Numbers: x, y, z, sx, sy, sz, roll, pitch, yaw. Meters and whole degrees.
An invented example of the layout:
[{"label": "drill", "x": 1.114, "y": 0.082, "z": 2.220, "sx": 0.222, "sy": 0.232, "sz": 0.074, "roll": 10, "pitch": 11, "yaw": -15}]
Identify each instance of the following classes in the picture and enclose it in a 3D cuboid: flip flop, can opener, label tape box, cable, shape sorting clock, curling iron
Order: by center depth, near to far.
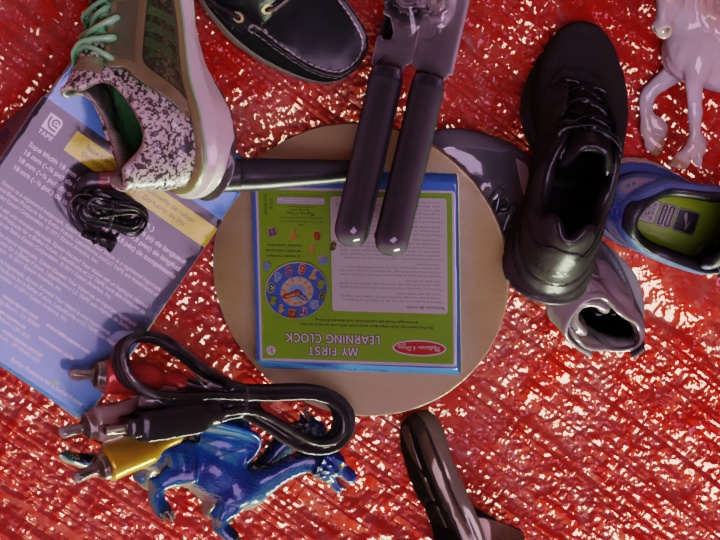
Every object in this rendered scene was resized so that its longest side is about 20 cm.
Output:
[{"label": "curling iron", "x": -0.090, "y": -0.051, "z": 1.498, "sx": 0.199, "sy": 0.026, "sz": 0.050, "roll": -11, "pitch": 122, "yaw": -17}, {"label": "can opener", "x": 0.028, "y": -0.107, "z": 1.510, "sx": 0.053, "sy": 0.067, "sz": 0.201, "roll": 13, "pitch": 82, "yaw": 4}, {"label": "label tape box", "x": -0.183, "y": -0.028, "z": 1.523, "sx": 0.144, "sy": 0.063, "sz": 0.200, "roll": 35, "pitch": 90, "yaw": -19}, {"label": "cable", "x": -0.098, "y": 0.082, "z": 1.534, "sx": 0.199, "sy": 0.050, "sz": 0.098, "roll": -4, "pitch": 97, "yaw": -32}, {"label": "shape sorting clock", "x": 0.000, "y": 0.000, "z": 1.563, "sx": 0.199, "sy": 0.039, "sz": 0.201, "roll": 2, "pitch": 102, "yaw": 11}, {"label": "flip flop", "x": 0.083, "y": 0.183, "z": 1.644, "sx": 0.057, "sy": 0.081, "sz": 0.201, "roll": -25, "pitch": 105, "yaw": -18}]

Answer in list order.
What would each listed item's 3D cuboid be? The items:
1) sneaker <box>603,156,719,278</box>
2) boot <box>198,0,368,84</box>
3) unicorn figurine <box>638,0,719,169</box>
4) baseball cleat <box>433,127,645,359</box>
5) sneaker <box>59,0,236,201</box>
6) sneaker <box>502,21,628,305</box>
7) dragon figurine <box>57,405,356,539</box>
[{"label": "sneaker", "x": 0.253, "y": -0.021, "z": 1.599, "sx": 0.199, "sy": 0.089, "sz": 0.079, "roll": 8, "pitch": 107, "yaw": -14}, {"label": "boot", "x": -0.058, "y": -0.187, "z": 1.449, "sx": 0.204, "sy": 0.154, "sz": 0.074, "roll": 43, "pitch": 82, "yaw": -18}, {"label": "unicorn figurine", "x": 0.242, "y": -0.134, "z": 1.579, "sx": 0.199, "sy": 0.074, "sz": 0.138, "roll": 4, "pitch": 106, "yaw": -29}, {"label": "baseball cleat", "x": 0.119, "y": -0.017, "z": 1.565, "sx": 0.200, "sy": 0.107, "sz": 0.070, "roll": 36, "pitch": 108, "yaw": -17}, {"label": "sneaker", "x": -0.145, "y": -0.133, "z": 1.435, "sx": 0.088, "sy": 0.077, "sz": 0.201, "roll": -13, "pitch": 74, "yaw": -42}, {"label": "sneaker", "x": 0.142, "y": -0.080, "z": 1.519, "sx": 0.076, "sy": 0.091, "sz": 0.201, "roll": 10, "pitch": 62, "yaw": -6}, {"label": "dragon figurine", "x": -0.103, "y": 0.119, "z": 1.589, "sx": 0.199, "sy": 0.059, "sz": 0.100, "roll": 24, "pitch": 100, "yaw": -20}]
